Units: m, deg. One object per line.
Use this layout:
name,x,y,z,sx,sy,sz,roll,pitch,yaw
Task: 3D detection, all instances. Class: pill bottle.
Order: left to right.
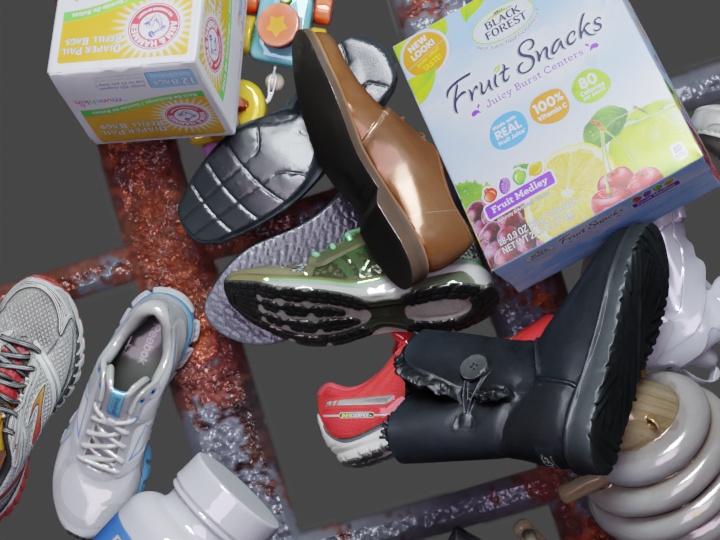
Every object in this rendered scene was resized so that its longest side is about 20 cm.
pill bottle,-0.156,0.234,1.332,0.112,0.112,0.200,43,90,4

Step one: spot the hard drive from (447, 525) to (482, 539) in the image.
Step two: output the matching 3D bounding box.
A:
hard drive,0.048,0.256,1.274,0.038,0.200,0.140,29,89,4

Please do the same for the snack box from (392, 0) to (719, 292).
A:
snack box,0.138,-0.112,1.302,0.169,0.068,0.200,-29,63,14

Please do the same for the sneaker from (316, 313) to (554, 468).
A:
sneaker,0.058,0.072,1.345,0.200,0.077,0.085,-26,78,0

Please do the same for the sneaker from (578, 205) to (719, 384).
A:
sneaker,0.228,-0.014,1.339,0.115,0.075,0.200,14,80,-7

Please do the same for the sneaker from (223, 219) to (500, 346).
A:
sneaker,0.000,0.000,1.333,0.200,0.077,0.089,-1,53,-2

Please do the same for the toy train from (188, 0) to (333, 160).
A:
toy train,-0.117,-0.170,1.373,0.200,0.056,0.150,-41,86,2

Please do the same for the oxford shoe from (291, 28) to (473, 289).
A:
oxford shoe,0.013,-0.087,1.289,0.071,0.071,0.200,-26,84,-22

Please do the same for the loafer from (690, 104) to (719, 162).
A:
loafer,0.326,-0.056,1.333,0.200,0.070,0.070,29,81,4

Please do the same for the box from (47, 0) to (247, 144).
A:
box,-0.147,-0.202,1.311,0.112,0.101,0.200,-2,64,13

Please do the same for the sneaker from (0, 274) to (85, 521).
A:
sneaker,-0.263,0.101,1.359,0.078,0.082,0.200,17,88,4

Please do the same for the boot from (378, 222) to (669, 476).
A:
boot,0.112,0.049,1.259,0.168,0.076,0.200,3,58,31

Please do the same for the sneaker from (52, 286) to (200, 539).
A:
sneaker,-0.184,0.106,1.352,0.075,0.087,0.200,19,90,3

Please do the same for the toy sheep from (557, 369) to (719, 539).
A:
toy sheep,0.220,0.148,1.305,0.138,0.138,0.200,-39,125,2

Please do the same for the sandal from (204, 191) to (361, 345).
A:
sandal,-0.029,-0.013,1.373,0.200,0.043,0.076,-38,93,-8

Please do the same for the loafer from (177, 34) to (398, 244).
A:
loafer,-0.049,-0.089,1.356,0.200,0.072,0.073,-39,80,2

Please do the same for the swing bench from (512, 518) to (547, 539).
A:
swing bench,0.170,0.283,1.265,0.200,0.199,0.130,29,90,4
